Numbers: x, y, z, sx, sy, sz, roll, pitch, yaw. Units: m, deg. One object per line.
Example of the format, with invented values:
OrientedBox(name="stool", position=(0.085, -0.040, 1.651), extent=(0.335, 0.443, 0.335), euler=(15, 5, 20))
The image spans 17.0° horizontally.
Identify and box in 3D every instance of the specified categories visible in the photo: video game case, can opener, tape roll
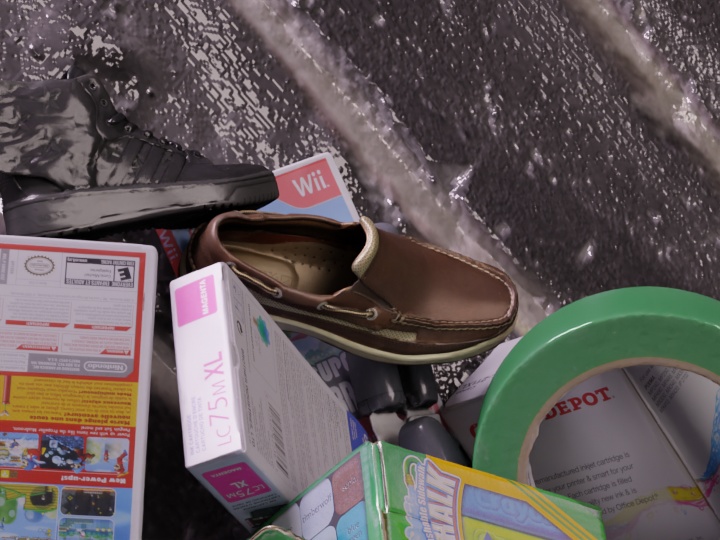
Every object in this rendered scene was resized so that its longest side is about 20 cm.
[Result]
OrientedBox(name="video game case", position=(-0.181, 0.073, 1.241), extent=(0.142, 0.017, 0.201), euler=(4, 61, -6))
OrientedBox(name="can opener", position=(0.031, 0.063, 1.430), extent=(0.053, 0.067, 0.201), euler=(-3, 75, -41))
OrientedBox(name="tape roll", position=(0.164, 0.111, 1.375), extent=(0.201, 0.200, 0.048), euler=(50, 16, -11))
OrientedBox(name="video game case", position=(-0.030, 0.039, 1.447), extent=(0.143, 0.017, 0.201), euler=(-22, 87, -43))

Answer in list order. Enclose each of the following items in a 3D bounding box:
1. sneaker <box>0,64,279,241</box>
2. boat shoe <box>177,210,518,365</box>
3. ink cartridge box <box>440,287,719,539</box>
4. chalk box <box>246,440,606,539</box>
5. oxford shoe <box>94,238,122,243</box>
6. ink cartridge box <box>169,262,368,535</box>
OrientedBox(name="sneaker", position=(-0.145, -0.072, 1.359), extent=(0.199, 0.060, 0.105), euler=(-10, 81, -27))
OrientedBox(name="boat shoe", position=(0.000, 0.006, 1.378), extent=(0.201, 0.075, 0.075), euler=(5, 61, -14))
OrientedBox(name="ink cartridge box", position=(0.167, 0.126, 1.476), extent=(0.200, 0.145, 0.083), euler=(57, 44, -12))
OrientedBox(name="chalk box", position=(0.021, 0.177, 1.227), extent=(0.199, 0.124, 0.124), euler=(18, 49, -32))
OrientedBox(name="oxford shoe", position=(-0.149, 0.079, 1.312), extent=(0.071, 0.071, 0.201), euler=(47, 43, -52))
OrientedBox(name="ink cartridge box", position=(-0.042, 0.097, 1.318), extent=(0.200, 0.042, 0.120), euler=(50, 26, -50))
